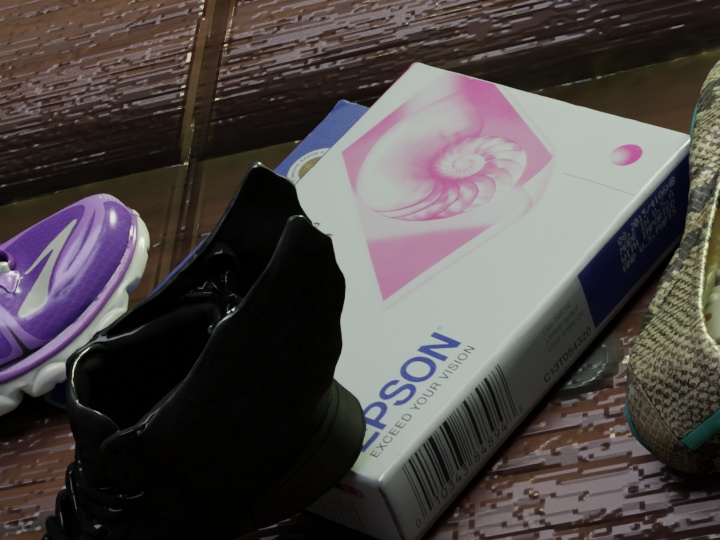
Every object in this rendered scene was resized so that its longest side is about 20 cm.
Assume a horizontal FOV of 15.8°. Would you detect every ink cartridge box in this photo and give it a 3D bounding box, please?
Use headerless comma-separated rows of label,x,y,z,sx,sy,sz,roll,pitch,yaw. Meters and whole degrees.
ink cartridge box,0.000,0.000,0.992,0.200,0.043,0.196,18,53,39

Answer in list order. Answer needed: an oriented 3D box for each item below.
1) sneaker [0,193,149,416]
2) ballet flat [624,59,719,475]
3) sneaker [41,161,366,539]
sneaker,-0.177,0.019,1.017,0.199,0.084,0.081,-25,29,-5
ballet flat,0.146,-0.017,0.910,0.075,0.068,0.200,-41,20,46
sneaker,-0.075,0.061,0.864,0.200,0.104,0.060,-39,46,6
